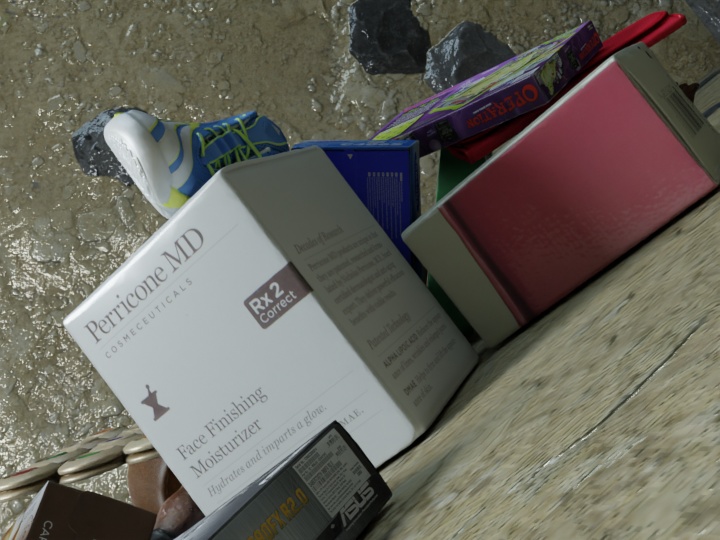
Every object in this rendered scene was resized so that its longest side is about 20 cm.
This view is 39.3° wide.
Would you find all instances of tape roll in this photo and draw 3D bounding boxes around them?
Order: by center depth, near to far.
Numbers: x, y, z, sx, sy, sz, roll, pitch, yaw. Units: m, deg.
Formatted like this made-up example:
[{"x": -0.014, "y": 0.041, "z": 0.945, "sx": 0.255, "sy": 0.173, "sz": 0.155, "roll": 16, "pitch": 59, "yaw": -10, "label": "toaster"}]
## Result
[{"x": 0.091, "y": -0.040, "z": 0.948, "sx": 0.048, "sy": 0.202, "sz": 0.200, "roll": 6, "pitch": 0, "yaw": 3, "label": "tape roll"}]

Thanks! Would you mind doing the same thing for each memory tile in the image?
[{"x": -0.178, "y": 0.131, "z": 0.778, "sx": 0.152, "sy": 0.017, "sz": 0.200, "roll": -17, "pitch": -1, "yaw": 7, "label": "memory tile"}]

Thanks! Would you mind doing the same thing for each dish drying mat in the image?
[{"x": 0.160, "y": -0.149, "z": 0.806, "sx": 0.199, "sy": 0.018, "sz": 0.077, "roll": -33, "pitch": 13, "yaw": -1, "label": "dish drying mat"}]

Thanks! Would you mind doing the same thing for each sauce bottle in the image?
[{"x": -0.123, "y": 0.198, "z": 0.831, "sx": 0.066, "sy": 0.066, "sz": 0.200, "roll": -40, "pitch": -3, "yaw": 41, "label": "sauce bottle"}]

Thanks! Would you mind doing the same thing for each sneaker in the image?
[{"x": -0.107, "y": -0.086, "z": 0.698, "sx": 0.105, "sy": 0.076, "sz": 0.200, "roll": -37, "pitch": -4, "yaw": -5, "label": "sneaker"}]

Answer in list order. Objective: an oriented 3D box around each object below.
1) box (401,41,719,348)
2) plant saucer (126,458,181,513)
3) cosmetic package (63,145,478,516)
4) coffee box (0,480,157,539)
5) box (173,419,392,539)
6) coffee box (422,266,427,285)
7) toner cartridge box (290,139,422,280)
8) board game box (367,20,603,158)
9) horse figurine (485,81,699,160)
[{"x": 0.149, "y": -0.055, "z": 0.728, "sx": 0.200, "sy": 0.109, "sz": 0.128, "roll": -40, "pitch": -3, "yaw": 29, "label": "box"}, {"x": -0.142, "y": 0.184, "z": 1.033, "sx": 0.200, "sy": 0.034, "sz": 0.201, "roll": -25, "pitch": -49, "yaw": -32, "label": "plant saucer"}, {"x": -0.054, "y": 0.047, "z": 0.692, "sx": 0.165, "sy": 0.200, "sz": 0.165, "roll": -40, "pitch": -3, "yaw": 22, "label": "cosmetic package"}, {"x": -0.222, "y": 0.234, "z": 0.710, "sx": 0.200, "sy": 0.079, "sz": 0.115, "roll": -41, "pitch": 30, "yaw": 54, "label": "coffee box"}, {"x": -0.090, "y": 0.162, "z": 0.446, "sx": 0.158, "sy": 0.048, "sz": 0.200, "roll": -40, "pitch": -3, "yaw": 35, "label": "box"}, {"x": 0.018, "y": 0.041, "z": 0.989, "sx": 0.079, "sy": 0.114, "sz": 0.200, "roll": 6, "pitch": -9, "yaw": 0, "label": "coffee box"}, {"x": 0.000, "y": 0.000, "z": 0.790, "sx": 0.094, "sy": 0.201, "sz": 0.043, "roll": 2, "pitch": 15, "yaw": 13, "label": "toner cartridge box"}, {"x": 0.088, "y": -0.133, "z": 0.816, "sx": 0.199, "sy": 0.032, "sz": 0.120, "roll": -19, "pitch": 22, "yaw": 43, "label": "board game box"}, {"x": 0.190, "y": -0.077, "z": 0.817, "sx": 0.199, "sy": 0.133, "sz": 0.050, "roll": -25, "pitch": 0, "yaw": 25, "label": "horse figurine"}]
